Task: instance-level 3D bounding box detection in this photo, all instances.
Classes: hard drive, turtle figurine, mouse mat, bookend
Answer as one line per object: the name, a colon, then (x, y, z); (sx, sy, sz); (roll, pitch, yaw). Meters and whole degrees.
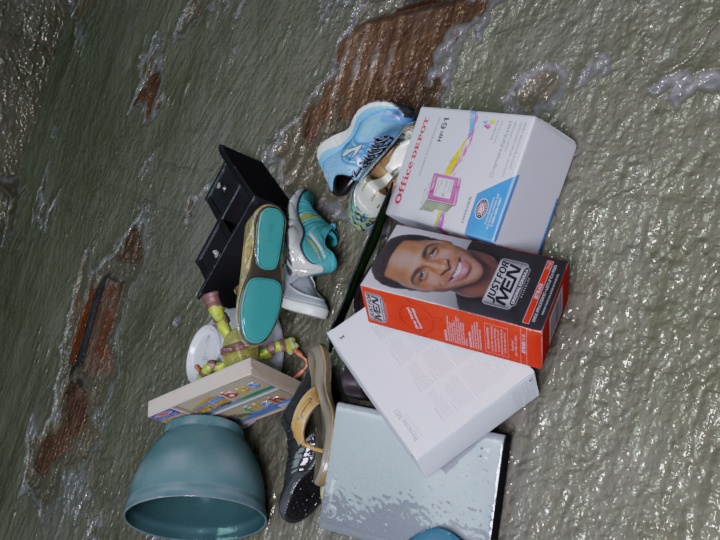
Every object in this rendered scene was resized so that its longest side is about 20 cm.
hard drive: (0.056, 0.230, 0.870); (0.197, 0.033, 0.142); (6, 85, 26)
turtle figurine: (-0.187, 0.109, 1.170); (0.197, 0.064, 0.164); (-17, 80, 3)
mouse mat: (0.000, 0.000, 1.022); (0.161, 0.007, 0.203); (100, -169, -73)
bookend: (-0.220, -0.075, 1.365); (0.200, 0.091, 0.201); (-57, 39, 17)

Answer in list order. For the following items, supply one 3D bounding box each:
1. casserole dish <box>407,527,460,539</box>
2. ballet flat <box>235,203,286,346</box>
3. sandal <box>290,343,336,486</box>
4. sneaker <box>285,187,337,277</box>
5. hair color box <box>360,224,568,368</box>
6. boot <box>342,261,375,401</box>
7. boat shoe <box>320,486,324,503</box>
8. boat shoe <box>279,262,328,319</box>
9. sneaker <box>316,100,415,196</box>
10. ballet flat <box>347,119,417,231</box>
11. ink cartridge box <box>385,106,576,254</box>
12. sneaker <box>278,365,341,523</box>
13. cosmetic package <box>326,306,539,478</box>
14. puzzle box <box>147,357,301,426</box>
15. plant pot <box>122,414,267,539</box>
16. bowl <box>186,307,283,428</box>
casserole dish: (0.058, 0.355, 0.834); (0.122, 0.039, 0.200); (51, 120, 9)
ballet flat: (-0.145, 0.007, 1.144); (0.070, 0.070, 0.204); (-2, 80, 50)
sandal: (-0.061, 0.177, 0.996); (0.081, 0.053, 0.202); (106, 162, -45)
sneaker: (-0.073, -0.053, 1.197); (0.201, 0.078, 0.079); (-99, 12, -53)
hair color box: (0.110, 0.023, 0.846); (0.197, 0.062, 0.102); (13, 50, 24)
boot: (0.074, 0.068, 0.968); (0.198, 0.068, 0.191); (-8, 55, 42)
boat shoe: (0.011, 0.215, 0.971); (0.200, 0.073, 0.063); (-44, 47, 29)
boat shoe: (-0.106, 0.018, 1.203); (0.200, 0.069, 0.073); (23, 94, 54)
sneaker: (0.015, -0.170, 1.148); (0.199, 0.077, 0.091); (-34, 60, 49)
ballet flat: (0.038, -0.130, 1.081); (0.201, 0.074, 0.075); (-51, 42, 25)
ink cartridge box: (0.135, -0.106, 0.949); (0.199, 0.084, 0.147); (20, 90, 54)
sneaker: (-0.073, 0.227, 1.084); (0.104, 0.060, 0.202); (24, 88, 50)
cosmetic package: (0.074, 0.100, 0.873); (0.150, 0.052, 0.200); (-32, 47, -8)
puzzle box: (-0.188, 0.187, 1.146); (0.198, 0.133, 0.026); (-25, 54, 26)
plant pot: (-0.229, 0.290, 1.143); (0.199, 0.199, 0.136); (-33, 45, 38)
bowl: (-0.213, 0.143, 1.266); (0.200, 0.090, 0.205); (-23, 58, 43)
